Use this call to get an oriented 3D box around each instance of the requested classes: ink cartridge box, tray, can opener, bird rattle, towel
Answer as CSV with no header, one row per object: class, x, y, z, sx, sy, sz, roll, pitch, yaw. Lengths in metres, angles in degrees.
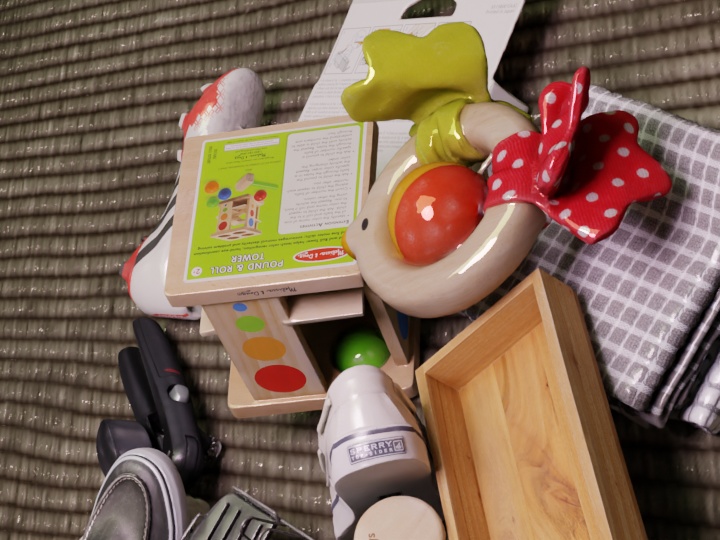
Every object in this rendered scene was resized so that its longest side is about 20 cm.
ink cartridge box,0.038,-0.119,1.390,0.200,0.043,0.174,6,67,52
tray,0.088,0.104,1.038,0.099,0.037,0.201,-41,38,27
can opener,-0.145,0.092,1.430,0.063,0.078,0.200,-52,26,20
bird rattle,0.069,-0.044,1.112,0.163,0.113,0.200,-55,45,3
towel,0.152,-0.011,1.134,0.166,0.085,0.200,-59,35,-2

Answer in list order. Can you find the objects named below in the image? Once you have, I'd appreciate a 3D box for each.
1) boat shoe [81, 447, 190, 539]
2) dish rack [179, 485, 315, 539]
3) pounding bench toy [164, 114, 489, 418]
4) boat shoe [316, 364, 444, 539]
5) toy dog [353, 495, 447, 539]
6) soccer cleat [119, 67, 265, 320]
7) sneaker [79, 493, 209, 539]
boat shoe,-0.163,0.213,1.281,0.072,0.071,0.201,14,93,28
dish rack,-0.060,0.221,1.199,0.200,0.055,0.154,27,85,39
pounding bench toy,0.000,0.000,1.265,0.199,0.156,0.125,-7,52,14
boat shoe,0.008,0.106,1.136,0.072,0.200,0.066,-14,69,3
toy dog,-0.031,0.200,1.065,0.199,0.132,0.097,-28,51,17
soccer cleat,-0.110,-0.055,1.504,0.085,0.069,0.201,20,82,45
sneaker,-0.177,0.223,1.357,0.200,0.077,0.080,-35,50,28
